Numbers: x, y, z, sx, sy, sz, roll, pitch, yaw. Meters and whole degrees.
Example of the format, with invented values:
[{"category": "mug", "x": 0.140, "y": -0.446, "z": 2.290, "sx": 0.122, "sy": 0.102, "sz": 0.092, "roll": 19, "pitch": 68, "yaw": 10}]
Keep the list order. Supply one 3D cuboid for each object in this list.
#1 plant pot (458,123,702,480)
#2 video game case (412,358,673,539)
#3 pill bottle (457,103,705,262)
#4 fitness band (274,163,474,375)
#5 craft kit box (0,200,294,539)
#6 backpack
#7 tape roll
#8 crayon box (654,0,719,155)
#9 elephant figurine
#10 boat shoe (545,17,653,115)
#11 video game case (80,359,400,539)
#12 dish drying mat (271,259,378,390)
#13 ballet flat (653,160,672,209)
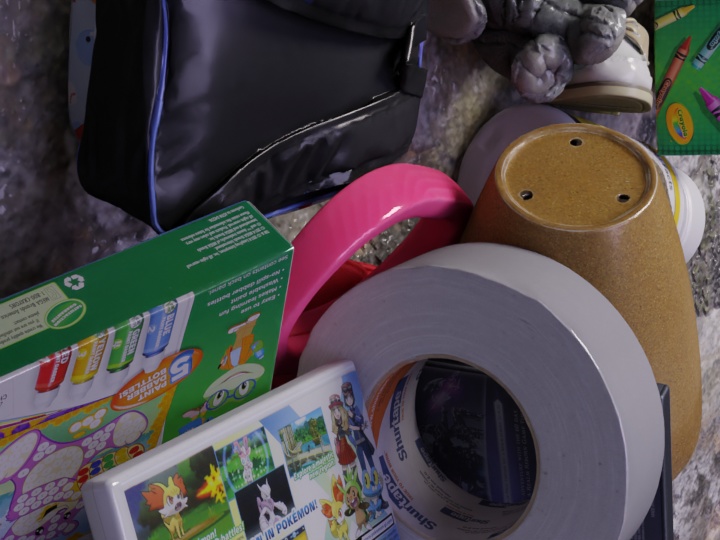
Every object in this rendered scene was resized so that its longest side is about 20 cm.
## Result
[{"category": "plant pot", "x": 0.125, "y": 0.017, "z": 0.780, "sx": 0.186, "sy": 0.185, "sz": 0.201, "roll": -42, "pitch": 144, "yaw": -30}, {"category": "video game case", "x": 0.086, "y": 0.117, "z": 0.754, "sx": 0.019, "sy": 0.198, "sz": 0.144, "roll": -43, "pitch": 132, "yaw": -49}, {"category": "pill bottle", "x": 0.174, "y": -0.051, "z": 0.964, "sx": 0.199, "sy": 0.114, "sz": 0.116, "roll": 11, "pitch": 94, "yaw": -48}, {"category": "fitness band", "x": 0.000, "y": 0.000, "z": 0.751, "sx": 0.144, "sy": 0.037, "sz": 0.200, "roll": -46, "pitch": 166, "yaw": 16}, {"category": "craft kit box", "x": -0.130, "y": 0.084, "z": 0.600, "sx": 0.199, "sy": 0.049, "sz": 0.199, "roll": -26, "pitch": 146, "yaw": -34}, {"category": "backpack", "x": -0.056, "y": -0.117, "z": 0.673, "sx": 0.189, "sy": 0.154, "sz": 0.202, "roll": -9, "pitch": 122, "yaw": -39}, {"category": "tape roll", "x": 0.060, "y": 0.089, "z": 0.693, "sx": 0.066, "sy": 0.198, "sz": 0.203, "roll": -22, "pitch": 119, "yaw": -59}, {"category": "crayon box", "x": 0.269, "y": -0.177, "z": 1.008, "sx": 0.200, "sy": 0.058, "sz": 0.120, "roll": -54, "pitch": 141, "yaw": -61}, {"category": "elephant figurine", "x": 0.077, "y": -0.214, "z": 0.812, "sx": 0.199, "sy": 0.155, "sz": 0.142, "roll": 34, "pitch": 38, "yaw": -21}, {"category": "boat shoe", "x": 0.170, "y": -0.149, "z": 0.912, "sx": 0.200, "sy": 0.074, "sz": 0.069, "roll": -71, "pitch": 168, "yaw": -83}, {"category": "video game case", "x": -0.038, "y": 0.156, "z": 0.608, "sx": 0.199, "sy": 0.022, "sz": 0.184, "roll": -21, "pitch": 97, "yaw": -57}, {"category": "dish drying mat", "x": -0.038, "y": 0.088, "z": 0.848, "sx": 0.076, "sy": 0.018, "sz": 0.202, "roll": 14, "pitch": 92, "yaw": -44}, {"category": "ballet flat", "x": 0.202, "y": -0.012, "z": 0.894, "sx": 0.067, "sy": 0.046, "sz": 0.201, "roll": -38, "pitch": 143, "yaw": -8}]
